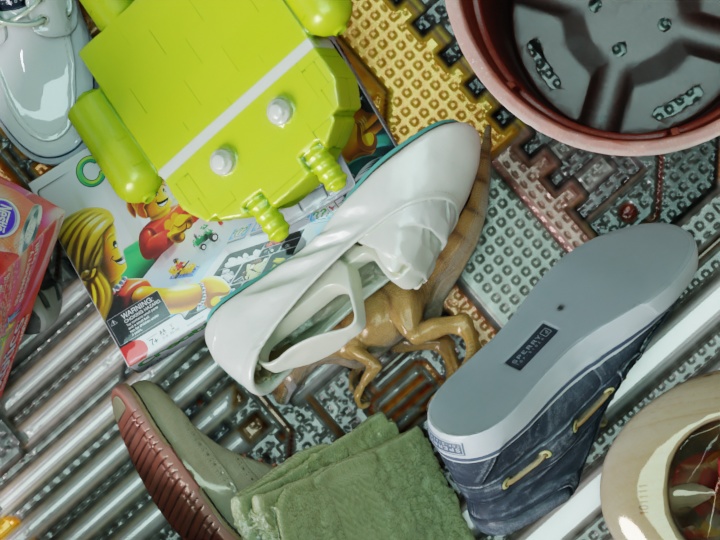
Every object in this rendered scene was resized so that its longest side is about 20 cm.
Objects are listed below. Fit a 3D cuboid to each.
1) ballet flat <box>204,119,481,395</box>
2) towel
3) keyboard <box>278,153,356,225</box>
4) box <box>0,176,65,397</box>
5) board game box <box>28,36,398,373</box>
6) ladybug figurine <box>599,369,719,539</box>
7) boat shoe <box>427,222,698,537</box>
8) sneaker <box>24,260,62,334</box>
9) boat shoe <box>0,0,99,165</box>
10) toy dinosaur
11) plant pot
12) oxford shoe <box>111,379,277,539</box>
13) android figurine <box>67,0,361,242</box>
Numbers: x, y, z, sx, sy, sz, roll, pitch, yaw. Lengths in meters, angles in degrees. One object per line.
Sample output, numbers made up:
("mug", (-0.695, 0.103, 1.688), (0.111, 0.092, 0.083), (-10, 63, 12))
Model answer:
("ballet flat", (0.000, 0.000, 1.615), (0.200, 0.069, 0.070), (-39, 84, 12))
("towel", (0.017, 0.188, 1.616), (0.036, 0.148, 0.201), (-33, 84, 47))
("keyboard", (-0.069, -0.120, 1.659), (0.056, 0.011, 0.201), (-28, 75, 3))
("box", (-0.251, 0.043, 1.609), (0.094, 0.103, 0.201), (27, 121, 6))
("board game box", (-0.077, -0.046, 1.671), (0.199, 0.035, 0.127), (-31, 78, 2))
("ladybug figurine", (0.234, 0.120, 1.621), (0.199, 0.072, 0.137), (-2, 86, 5))
("boat shoe", (0.121, 0.060, 1.642), (0.200, 0.091, 0.071), (-40, 44, -21))
("sneaker", (-0.261, -0.022, 1.684), (0.200, 0.075, 0.079), (39, 110, 7))
("boat shoe", (-0.204, -0.160, 1.678), (0.073, 0.067, 0.201), (-17, 85, 4))
("toy dinosaur", (0.031, 0.018, 1.652), (0.200, 0.060, 0.106), (-40, 83, 1))
("plant pot", (0.149, -0.153, 1.583), (0.199, 0.195, 0.202), (0, 86, 5))
("oxford shoe", (-0.065, 0.134, 1.659), (0.074, 0.071, 0.200), (-38, 87, -20))
("android figurine", (-0.081, -0.111, 1.626), (0.182, 0.041, 0.201), (-38, 76, 20))
